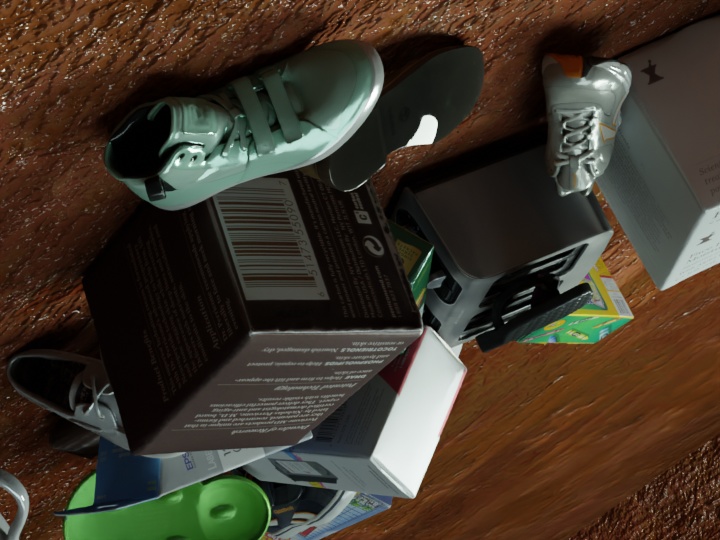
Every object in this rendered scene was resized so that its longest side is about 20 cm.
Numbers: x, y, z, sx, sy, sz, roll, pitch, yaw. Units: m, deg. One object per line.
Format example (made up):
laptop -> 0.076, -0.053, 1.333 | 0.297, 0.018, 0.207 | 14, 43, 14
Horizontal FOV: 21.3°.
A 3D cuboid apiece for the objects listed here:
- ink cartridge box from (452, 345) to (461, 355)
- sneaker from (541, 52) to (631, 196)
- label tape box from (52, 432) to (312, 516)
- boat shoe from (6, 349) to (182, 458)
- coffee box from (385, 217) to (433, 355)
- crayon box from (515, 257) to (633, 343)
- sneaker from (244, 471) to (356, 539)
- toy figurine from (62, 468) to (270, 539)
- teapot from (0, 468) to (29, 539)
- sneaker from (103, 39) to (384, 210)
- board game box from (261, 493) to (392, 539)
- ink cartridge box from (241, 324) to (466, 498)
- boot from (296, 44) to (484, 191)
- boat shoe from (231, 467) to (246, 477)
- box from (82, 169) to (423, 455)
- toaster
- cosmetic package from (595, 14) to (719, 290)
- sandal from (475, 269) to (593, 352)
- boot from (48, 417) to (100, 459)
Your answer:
ink cartridge box -> 0.029, 0.079, 2.022 | 0.148, 0.076, 0.200 | -22, 160, -15
sneaker -> 0.189, -0.119, 1.625 | 0.076, 0.092, 0.200 | 7, 166, 13
label tape box -> -0.164, 0.156, 1.688 | 0.200, 0.066, 0.143 | -16, 179, -32
boat shoe -> -0.216, 0.103, 1.597 | 0.068, 0.200, 0.072 | 17, 94, -51
coffee box -> 0.000, 0.000, 1.670 | 0.044, 0.123, 0.200 | -57, 169, -17
crayon box -> 0.200, 0.012, 2.008 | 0.058, 0.119, 0.200 | -36, 161, 25
sneaker -> -0.067, 0.212, 1.902 | 0.079, 0.079, 0.200 | 27, 144, -18
toy figurine -> -0.193, 0.212, 1.916 | 0.200, 0.150, 0.184 | -9, -159, -2
teapot -> -0.417, 0.256, 1.740 | 0.200, 0.197, 0.146 | -51, 132, -25
sneaker -> -0.081, -0.103, 1.321 | 0.200, 0.074, 0.118 | -28, 169, 10
board game box -> -0.098, 0.240, 2.119 | 0.200, 0.062, 0.200 | 30, 133, -18
ink cartridge box -> -0.019, 0.128, 1.813 | 0.200, 0.148, 0.086 | 0, 147, 42
boot -> 0.016, -0.127, 1.452 | 0.200, 0.075, 0.074 | -32, 128, -39
boat shoe -> -0.134, 0.214, 2.017 | 0.199, 0.075, 0.066 | 12, -161, 15
box -> -0.088, 0.026, 1.499 | 0.164, 0.166, 0.200 | 0, 150, -37
toaster -> 0.125, -0.028, 1.782 | 0.200, 0.119, 0.181 | -21, 163, -21
cosmetic package -> 0.322, -0.113, 1.751 | 0.165, 0.165, 0.200 | -24, 162, -11
sandal -> 0.145, 0.033, 1.726 | 0.075, 0.048, 0.200 | -22, 175, -20
boot -> -0.184, 0.115, 1.832 | 0.186, 0.064, 0.200 | -9, 157, -44
